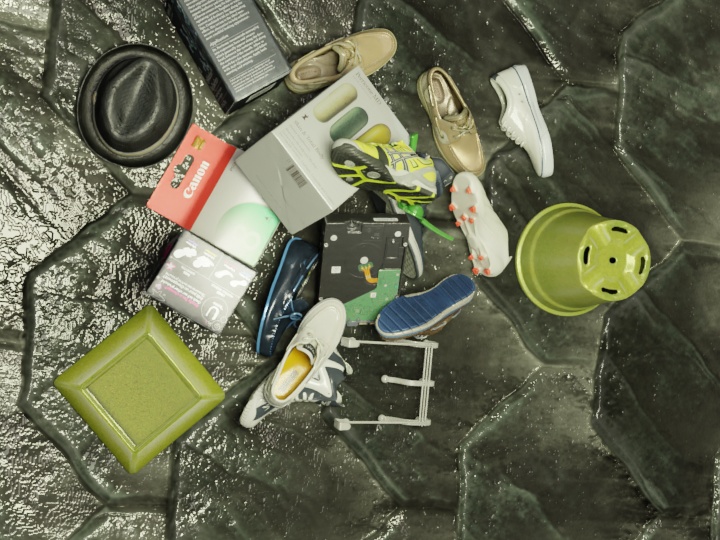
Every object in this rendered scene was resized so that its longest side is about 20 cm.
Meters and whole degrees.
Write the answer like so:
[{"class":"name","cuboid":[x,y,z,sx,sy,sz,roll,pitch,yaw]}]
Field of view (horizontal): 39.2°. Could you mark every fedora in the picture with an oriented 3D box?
[{"class":"fedora","cuboid":[-0.350,-0.262,1.582,0.200,0.092,0.201,0,91,-13]}]

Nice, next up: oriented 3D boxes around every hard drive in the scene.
[{"class":"hard drive","cuboid":[0.000,0.000,1.645,0.139,0.038,0.201,-1,123,-11]}]

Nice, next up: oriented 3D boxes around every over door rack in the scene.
[{"class":"over door rack","cuboid":[0.036,0.183,1.675,0.199,0.067,0.148,5,90,-37]}]

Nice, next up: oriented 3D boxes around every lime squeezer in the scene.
[{"class":"lime squeezer","cuboid":[0.089,-0.116,1.615,0.071,0.038,0.200,-40,123,-28]}]

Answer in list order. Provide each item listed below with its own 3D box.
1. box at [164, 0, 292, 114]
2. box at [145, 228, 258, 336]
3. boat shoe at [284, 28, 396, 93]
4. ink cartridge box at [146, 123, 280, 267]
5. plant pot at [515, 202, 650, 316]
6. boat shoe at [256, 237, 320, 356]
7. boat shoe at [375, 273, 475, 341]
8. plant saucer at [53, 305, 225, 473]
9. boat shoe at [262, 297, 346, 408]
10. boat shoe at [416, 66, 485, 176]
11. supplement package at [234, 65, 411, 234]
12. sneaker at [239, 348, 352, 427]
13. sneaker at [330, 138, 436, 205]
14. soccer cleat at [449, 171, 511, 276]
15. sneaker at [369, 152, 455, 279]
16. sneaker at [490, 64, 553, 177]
[{"class":"box","cuboid":[-0.209,-0.364,1.585,0.107,0.148,0.200,-31,97,-11]},{"class":"box","cuboid":[-0.251,0.018,1.554,0.132,0.200,0.115,31,83,-11]},{"class":"boat shoe","cuboid":[-0.028,-0.346,1.661,0.199,0.065,0.072,-22,95,-12]},{"class":"ink cartridge box","cuboid":[-0.220,-0.123,1.639,0.200,0.050,0.161,30,84,-14]},{"class":"plant pot","cuboid":[0.386,-0.018,1.706,0.200,0.184,0.201,0,91,-12]},{"class":"boat shoe","cuboid":[-0.114,0.047,1.644,0.068,0.084,0.201,18,89,1]},{"class":"boat shoe","cuboid":[0.108,0.078,1.681,0.200,0.073,0.072,-22,56,-27]},{"class":"plant saucer","cuboid":[-0.349,0.192,1.612,0.200,0.048,0.200,-40,99,-9]},{"class":"boat shoe","cuboid":[-0.083,0.127,1.593,0.071,0.070,0.200,38,74,-5]},{"class":"boat shoe","cuboid":[0.158,-0.249,1.712,0.072,0.065,0.201,-26,96,-11]},{"class":"supplement package","cuboid":[-0.057,-0.188,1.591,0.200,0.151,0.152,-43,100,-30]},{"class":"sneaker","cuboid":[-0.094,0.204,1.653,0.130,0.079,0.199,41,72,-2]},{"class":"sneaker","cuboid":[0.034,-0.160,1.514,0.200,0.075,0.077,21,65,-41]},{"class":"soccer cleat","cuboid":[0.205,-0.084,1.713,0.078,0.069,0.201,-36,120,-32]},{"class":"sneaker","cuboid":[0.104,-0.099,1.697,0.146,0.077,0.203,-32,119,-29]},{"class":"sneaker","cuboid":[0.276,-0.251,1.743,0.071,0.073,0.201,-17,85,-3]}]
